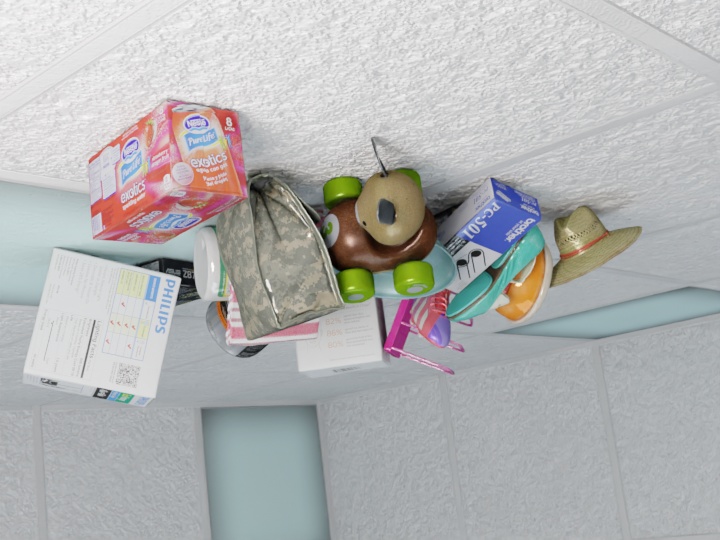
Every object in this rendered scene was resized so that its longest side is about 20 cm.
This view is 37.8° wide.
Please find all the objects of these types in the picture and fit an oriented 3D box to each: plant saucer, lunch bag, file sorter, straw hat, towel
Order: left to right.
[{"bbox_3d":[-0.115,-0.023,1.382,0.117,0.201,0.164,-18,177,-22],"label":"lunch bag"},{"bbox_3d":[-0.123,0.008,1.532,0.145,0.202,0.030,-1,-167,-26],"label":"towel"},{"bbox_3d":[0.043,-0.020,1.526,0.198,0.036,0.200,5,151,3],"label":"plant saucer"},{"bbox_3d":[0.140,0.072,1.849,0.125,0.201,0.139,19,174,11],"label":"file sorter"},{"bbox_3d":[0.359,-0.058,1.723,0.200,0.085,0.201,-30,-174,3],"label":"straw hat"}]

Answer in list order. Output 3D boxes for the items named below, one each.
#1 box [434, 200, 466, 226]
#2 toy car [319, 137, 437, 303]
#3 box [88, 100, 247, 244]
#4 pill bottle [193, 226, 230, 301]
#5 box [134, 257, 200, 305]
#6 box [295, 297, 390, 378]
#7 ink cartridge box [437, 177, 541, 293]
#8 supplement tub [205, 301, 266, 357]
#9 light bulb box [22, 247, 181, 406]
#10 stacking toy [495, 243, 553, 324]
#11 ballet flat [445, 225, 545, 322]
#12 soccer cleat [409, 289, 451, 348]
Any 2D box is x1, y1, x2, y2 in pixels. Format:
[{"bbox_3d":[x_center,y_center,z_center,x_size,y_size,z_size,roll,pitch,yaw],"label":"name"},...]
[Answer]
[{"bbox_3d":[0.164,-0.071,1.686,0.109,0.035,0.200,2,165,-35],"label":"box"},{"bbox_3d":[0.020,-0.073,1.331,0.156,0.166,0.200,-7,158,1],"label":"toy car"},{"bbox_3d":[-0.218,-0.103,1.166,0.095,0.101,0.199,3,164,-39],"label":"box"},{"bbox_3d":[-0.145,-0.013,1.594,0.198,0.114,0.113,-2,167,-21],"label":"pill bottle"},{"bbox_3d":[-0.357,0.030,1.823,0.199,0.050,0.161,-16,163,33],"label":"box"},{"bbox_3d":[-0.037,0.076,1.854,0.151,0.202,0.106,-8,167,8],"label":"box"},{"bbox_3d":[0.168,-0.049,1.567,0.093,0.044,0.200,20,135,-28],"label":"ink cartridge box"},{"bbox_3d":[-0.162,0.051,1.775,0.122,0.123,0.200,6,143,-46],"label":"supplement tub"},{"bbox_3d":[-0.401,0.092,1.627,0.198,0.200,0.125,14,163,-15],"label":"light bulb box"},{"bbox_3d":[0.197,-0.004,1.698,0.199,0.147,0.146,16,160,-19],"label":"stacking toy"},{"bbox_3d":[0.217,0.014,1.625,0.070,0.200,0.067,34,-171,-22],"label":"ballet flat"},{"bbox_3d":[0.120,0.047,1.696,0.066,0.200,0.077,31,114,-20],"label":"soccer cleat"}]
